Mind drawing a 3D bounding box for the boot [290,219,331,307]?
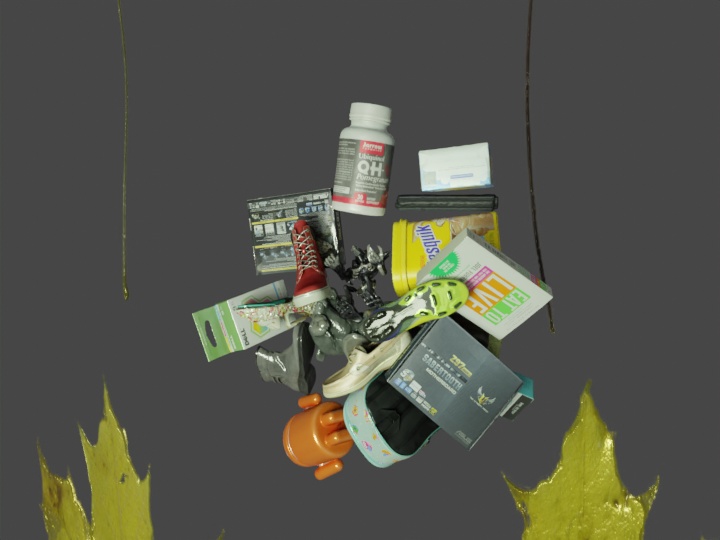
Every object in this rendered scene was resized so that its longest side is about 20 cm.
[{"bbox_3d":[-0.104,-0.018,0.995,0.071,0.200,0.147,-14,101,0],"label":"boot"}]

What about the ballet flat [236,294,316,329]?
[{"bbox_3d":[-0.158,0.086,1.082,0.075,0.198,0.065,-5,94,49],"label":"ballet flat"}]

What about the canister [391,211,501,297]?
[{"bbox_3d":[0.164,-0.032,0.999,0.196,0.087,0.151,-6,58,15],"label":"canister"}]

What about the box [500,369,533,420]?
[{"bbox_3d":[0.223,0.211,1.015,0.197,0.050,0.083,24,132,-2],"label":"box"}]

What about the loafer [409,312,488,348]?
[{"bbox_3d":[0.165,0.107,1.043,0.197,0.072,0.073,9,145,34],"label":"loafer"}]

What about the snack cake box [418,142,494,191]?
[{"bbox_3d":[0.175,-0.178,0.938,0.113,0.200,0.069,-4,97,17],"label":"snack cake box"}]

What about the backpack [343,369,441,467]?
[{"bbox_3d":[0.058,0.275,1.034,0.152,0.199,0.178,-34,88,36],"label":"backpack"}]

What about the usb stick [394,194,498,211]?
[{"bbox_3d":[0.165,-0.131,1.023,0.196,0.055,0.033,2,97,16],"label":"usb stick"}]

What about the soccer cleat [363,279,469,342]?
[{"bbox_3d":[0.094,0.065,0.917,0.198,0.084,0.066,-26,86,18],"label":"soccer cleat"}]

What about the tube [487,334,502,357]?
[{"bbox_3d":[0.249,0.126,1.039,0.058,0.051,0.204,28,112,51],"label":"tube"}]

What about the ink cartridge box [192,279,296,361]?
[{"bbox_3d":[-0.234,0.100,1.098,0.059,0.198,0.106,-16,94,47],"label":"ink cartridge box"}]

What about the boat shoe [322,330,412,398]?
[{"bbox_3d":[0.007,0.166,0.988,0.198,0.072,0.066,-31,102,7],"label":"boat shoe"}]

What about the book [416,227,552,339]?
[{"bbox_3d":[0.214,0.024,0.917,0.198,0.049,0.134,31,129,-17],"label":"book"}]

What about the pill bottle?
[{"bbox_3d":[0.008,-0.214,1.030,0.109,0.111,0.204,10,100,15],"label":"pill bottle"}]

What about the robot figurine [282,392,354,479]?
[{"bbox_3d":[-0.088,0.347,1.113,0.144,0.117,0.199,47,134,-10],"label":"robot figurine"}]

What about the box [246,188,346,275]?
[{"bbox_3d":[-0.136,-0.081,1.124,0.196,0.049,0.165,-6,95,17],"label":"box"}]

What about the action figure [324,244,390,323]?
[{"bbox_3d":[0.000,0.000,1.010,0.117,0.202,0.103,-21,123,13],"label":"action figure"}]

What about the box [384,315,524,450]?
[{"bbox_3d":[0.165,0.192,0.941,0.199,0.051,0.158,41,90,-5],"label":"box"}]

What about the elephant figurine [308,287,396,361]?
[{"bbox_3d":[0.005,0.124,1.062,0.196,0.156,0.144,16,71,16],"label":"elephant figurine"}]

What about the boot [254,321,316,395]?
[{"bbox_3d":[-0.166,0.182,1.123,0.129,0.070,0.203,13,126,13],"label":"boot"}]
